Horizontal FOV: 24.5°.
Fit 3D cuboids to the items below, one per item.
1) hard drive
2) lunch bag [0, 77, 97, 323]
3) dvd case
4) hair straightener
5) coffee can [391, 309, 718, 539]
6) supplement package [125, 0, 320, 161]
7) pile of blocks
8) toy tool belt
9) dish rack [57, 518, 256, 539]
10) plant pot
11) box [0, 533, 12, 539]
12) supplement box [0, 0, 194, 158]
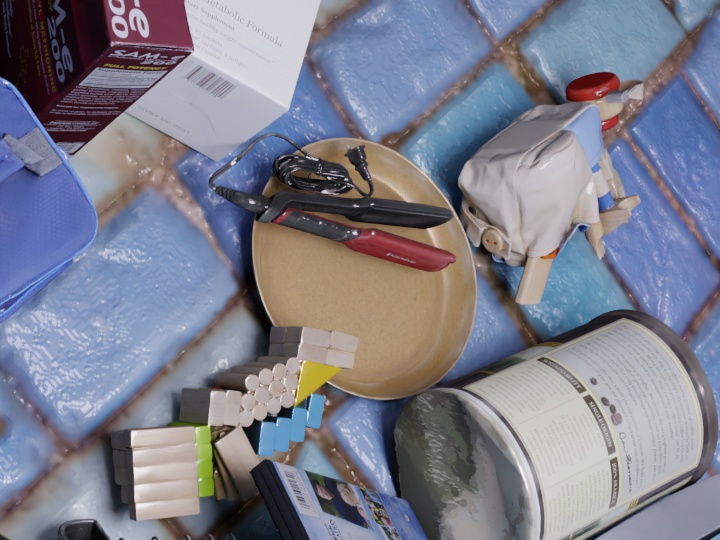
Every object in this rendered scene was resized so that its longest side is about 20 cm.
[{"bbox_3d":[0.202,0.214,1.236,0.199,0.135,0.043,-20,70,-36],"label":"hard drive"},{"bbox_3d":[-0.257,-0.023,1.004,0.200,0.132,0.136,-40,98,-36],"label":"lunch bag"},{"bbox_3d":[0.012,0.201,1.090,0.200,0.017,0.143,28,29,-58],"label":"dvd case"},{"bbox_3d":[-0.018,-0.055,1.209,0.198,0.041,0.078,12,67,-26],"label":"hair straightener"},{"bbox_3d":[0.143,0.126,1.214,0.199,0.146,0.148,-19,85,-37],"label":"coffee can"},{"bbox_3d":[-0.098,-0.203,1.188,0.113,0.109,0.202,27,60,-24],"label":"supplement package"},{"bbox_3d":[-0.087,0.104,1.123,0.199,0.062,0.083,-31,105,-28],"label":"pile of blocks"},{"bbox_3d":[0.161,-0.066,1.326,0.200,0.124,0.124,-40,121,-45],"label":"toy tool belt"},{"bbox_3d":[-0.081,0.213,1.038,0.198,0.153,0.055,4,111,-33],"label":"dish rack"},{"bbox_3d":[0.000,0.000,1.237,0.199,0.027,0.202,11,69,-31],"label":"plant pot"},{"bbox_3d":[-0.318,0.180,0.945,0.199,0.049,0.161,36,56,-19],"label":"box"},{"bbox_3d":[-0.181,-0.153,1.057,0.060,0.200,0.110,-2,74,-34],"label":"supplement box"}]
